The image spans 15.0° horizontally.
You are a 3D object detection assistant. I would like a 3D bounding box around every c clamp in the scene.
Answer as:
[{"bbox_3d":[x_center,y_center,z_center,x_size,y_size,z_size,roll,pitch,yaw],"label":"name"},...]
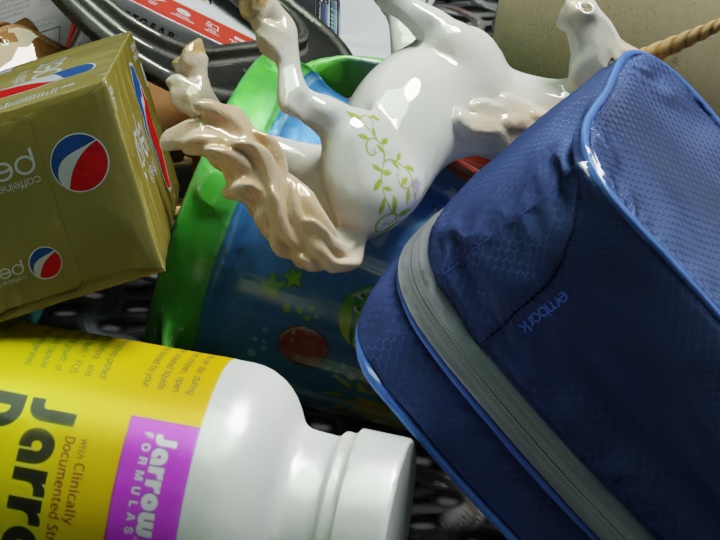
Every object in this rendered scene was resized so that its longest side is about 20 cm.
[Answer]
[{"bbox_3d":[-0.084,-0.122,1.165,0.171,0.027,0.200,40,22,11],"label":"c clamp"}]

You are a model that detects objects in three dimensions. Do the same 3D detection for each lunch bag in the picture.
[{"bbox_3d":[0.101,0.045,0.933,0.200,0.132,0.136,48,27,-3],"label":"lunch bag"}]

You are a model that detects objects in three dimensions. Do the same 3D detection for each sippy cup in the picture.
[{"bbox_3d":[0.000,0.000,1.063,0.130,0.179,0.140,22,-2,7],"label":"sippy cup"}]

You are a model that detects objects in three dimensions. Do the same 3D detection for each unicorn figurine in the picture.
[{"bbox_3d":[0.021,-0.069,1.007,0.137,0.074,0.200,45,68,-1],"label":"unicorn figurine"}]

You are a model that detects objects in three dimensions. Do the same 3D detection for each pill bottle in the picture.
[{"bbox_3d":[-0.086,0.074,0.900,0.199,0.105,0.104,9,25,7],"label":"pill bottle"}]

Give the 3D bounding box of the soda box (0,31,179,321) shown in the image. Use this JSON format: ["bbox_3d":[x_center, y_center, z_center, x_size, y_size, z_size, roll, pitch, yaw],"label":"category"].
[{"bbox_3d":[-0.105,-0.037,0.967,0.064,0.068,0.200,-17,10,1],"label":"soda box"}]

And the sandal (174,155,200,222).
[{"bbox_3d":[-0.154,-0.062,1.183,0.206,0.080,0.059,2,-17,-15],"label":"sandal"}]

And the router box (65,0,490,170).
[{"bbox_3d":[-0.035,-0.099,1.267,0.199,0.049,0.180,25,23,-12],"label":"router box"}]

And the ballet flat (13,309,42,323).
[{"bbox_3d":[-0.158,0.020,1.055,0.067,0.068,0.200,1,15,-3],"label":"ballet flat"}]

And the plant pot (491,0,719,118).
[{"bbox_3d":[0.128,-0.088,1.188,0.134,0.201,0.200,7,25,10],"label":"plant pot"}]

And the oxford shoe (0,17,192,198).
[{"bbox_3d":[-0.161,-0.067,1.101,0.199,0.072,0.071,-1,9,-31],"label":"oxford shoe"}]

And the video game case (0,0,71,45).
[{"bbox_3d":[-0.133,-0.194,1.368,0.036,0.182,0.200,20,29,31],"label":"video game case"}]

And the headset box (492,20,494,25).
[{"bbox_3d":[0.167,-0.122,1.372,0.199,0.093,0.174,5,26,-4],"label":"headset box"}]

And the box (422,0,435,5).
[{"bbox_3d":[-0.008,-0.185,1.445,0.060,0.117,0.200,-25,17,21],"label":"box"}]
